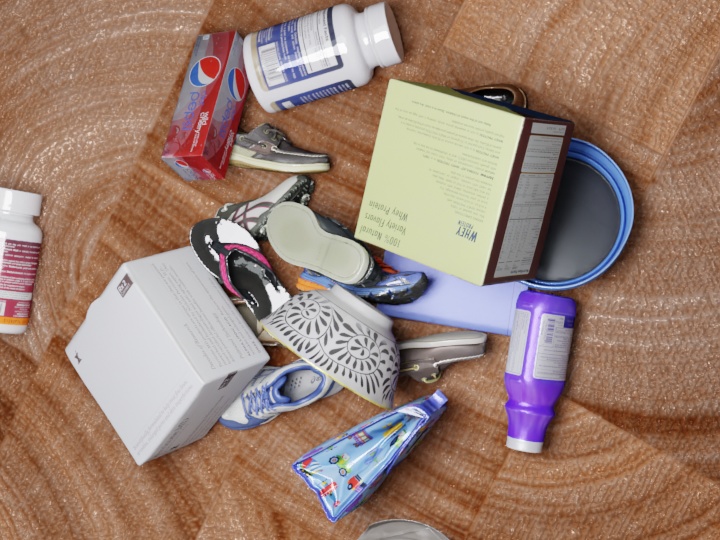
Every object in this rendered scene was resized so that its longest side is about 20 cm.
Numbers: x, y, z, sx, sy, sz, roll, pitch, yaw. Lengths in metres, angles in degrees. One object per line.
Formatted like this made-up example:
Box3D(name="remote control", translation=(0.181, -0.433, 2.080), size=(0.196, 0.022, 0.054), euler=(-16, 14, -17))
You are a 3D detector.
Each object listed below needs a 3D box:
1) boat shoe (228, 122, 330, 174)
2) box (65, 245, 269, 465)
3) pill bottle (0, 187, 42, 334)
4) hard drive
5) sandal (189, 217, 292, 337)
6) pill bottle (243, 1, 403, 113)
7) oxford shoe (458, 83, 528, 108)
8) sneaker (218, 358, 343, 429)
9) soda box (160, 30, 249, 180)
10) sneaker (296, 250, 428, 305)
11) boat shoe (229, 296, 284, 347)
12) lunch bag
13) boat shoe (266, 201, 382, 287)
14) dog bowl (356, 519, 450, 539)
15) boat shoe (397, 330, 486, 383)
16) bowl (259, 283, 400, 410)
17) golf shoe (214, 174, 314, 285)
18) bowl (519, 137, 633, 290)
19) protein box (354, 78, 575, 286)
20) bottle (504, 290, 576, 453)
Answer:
Box3D(name="boat shoe", translation=(-0.135, -0.170, 1.662), size=(0.198, 0.073, 0.066), euler=(9, 95, 15))
Box3D(name="box", translation=(-0.260, 0.111, 1.612), size=(0.201, 0.130, 0.199), euler=(53, 128, 16))
Box3D(name="pill bottle", translation=(-0.516, -0.017, 1.739), size=(0.108, 0.109, 0.203), euler=(10, 91, 15))
Box3D(name="hard drive", translation=(0.126, 0.007, 1.610), size=(0.198, 0.025, 0.134), euler=(9, 91, 15))
Box3D(name="sandal", translation=(-0.146, 0.007, 1.594), size=(0.075, 0.045, 0.200), euler=(-42, 87, -3))
Box3D(name="pill bottle", translation=(-0.047, -0.290, 1.623), size=(0.198, 0.111, 0.112), euler=(-15, 84, 14))
Box3D(name="oxford shoe", translation=(0.118, -0.210, 1.598), size=(0.198, 0.071, 0.072), euler=(-15, 86, 15))
Box3D(name="sneaker", translation=(-0.117, 0.161, 1.638), size=(0.198, 0.088, 0.076), euler=(-25, 84, 16))
Box3D(name="soda box", translation=(-0.203, -0.223, 1.643), size=(0.069, 0.063, 0.202), euler=(0, 64, 26))
Box3D(name="sneaker", translation=(0.000, 0.000, 1.600), size=(0.198, 0.075, 0.079), euler=(5, 86, 32))
Box3D(name="boat shoe", translation=(-0.118, 0.071, 1.649), size=(0.197, 0.072, 0.077), euler=(-2, 88, 15))
Box3D(name="lunch bag", translation=(0.030, 0.218, 1.564), size=(0.200, 0.150, 0.094), euler=(-40, 80, 10))
Box3D(name="boat shoe", translation=(-0.044, -0.030, 1.557), size=(0.198, 0.066, 0.075), euler=(23, 90, 44))
Box3D(name="dog bowl", translation=(0.059, 0.424, 1.597), size=(0.198, 0.059, 0.203), euler=(0, 88, 14))
Box3D(name="boat shoe", translation=(0.074, 0.118, 1.599), size=(0.198, 0.072, 0.060), euler=(-8, 92, 18))
Box3D(name="bowl", translation=(-0.019, 0.079, 1.510), size=(0.200, 0.201, 0.095), euler=(34, 92, 13))
Box3D(name="golf shoe", translation=(-0.152, -0.071, 1.664), size=(0.200, 0.077, 0.088), euler=(-43, 70, 8))
Box3D(name="bowl", translation=(0.249, -0.071, 1.556), size=(0.198, 0.039, 0.203), euler=(-3, 76, 12))
Box3D(name="protein box", translation=(0.126, -0.109, 1.482), size=(0.197, 0.134, 0.202), euler=(22, 105, 34))
Box3D(name="bottle", translation=(0.224, 0.129, 1.551), size=(0.065, 0.083, 0.203), euler=(10, 91, 47))
